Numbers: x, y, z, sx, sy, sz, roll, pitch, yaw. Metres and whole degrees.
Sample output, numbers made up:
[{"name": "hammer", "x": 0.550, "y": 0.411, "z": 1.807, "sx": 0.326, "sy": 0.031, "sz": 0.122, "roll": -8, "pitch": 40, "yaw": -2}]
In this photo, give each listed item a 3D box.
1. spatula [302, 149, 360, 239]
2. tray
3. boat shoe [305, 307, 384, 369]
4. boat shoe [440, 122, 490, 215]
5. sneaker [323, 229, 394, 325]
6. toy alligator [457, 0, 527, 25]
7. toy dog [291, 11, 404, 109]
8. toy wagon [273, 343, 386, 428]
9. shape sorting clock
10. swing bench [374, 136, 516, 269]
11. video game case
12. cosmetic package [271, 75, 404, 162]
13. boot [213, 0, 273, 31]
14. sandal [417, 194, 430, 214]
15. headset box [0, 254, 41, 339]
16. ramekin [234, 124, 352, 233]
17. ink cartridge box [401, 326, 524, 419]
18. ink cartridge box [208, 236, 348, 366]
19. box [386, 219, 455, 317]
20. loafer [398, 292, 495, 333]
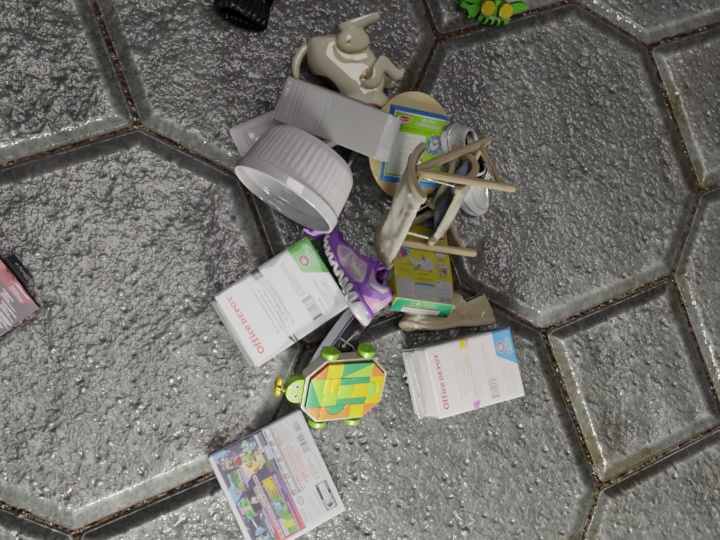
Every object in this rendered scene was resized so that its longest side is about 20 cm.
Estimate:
[{"name": "spatula", "x": -0.041, "y": -0.152, "z": 1.613, "sx": 0.056, "sy": 0.021, "sz": 0.201, "roll": 25, "pitch": 97, "yaw": -13}, {"name": "tray", "x": -0.130, "y": -0.251, "z": 1.612, "sx": 0.199, "sy": 0.022, "sz": 0.108, "roll": -27, "pitch": 92, "yaw": -18}, {"name": "boat shoe", "x": -0.028, "y": 0.132, "z": 1.577, "sx": 0.068, "sy": 0.074, "sz": 0.200, "roll": 36, "pitch": 65, "yaw": 4}, {"name": "boat shoe", "x": 0.209, "y": -0.183, "z": 1.651, "sx": 0.074, "sy": 0.065, "sz": 0.200, "roll": -44, "pitch": 126, "yaw": -22}, {"name": "sneaker", "x": 0.000, "y": 0.000, "z": 1.556, "sx": 0.088, "sy": 0.081, "sz": 0.201, "roll": -30, "pitch": 56, "yaw": 6}, {"name": "toy alligator", "x": 0.235, "y": -0.520, "z": 1.741, "sx": 0.199, "sy": 0.059, "sz": 0.054, "roll": 3, "pitch": 124, "yaw": -17}, {"name": "toy dog", "x": -0.010, "y": -0.343, "z": 1.599, "sx": 0.193, "sy": 0.139, "sz": 0.201, "roll": -24, "pitch": 96, "yaw": -24}, {"name": "toy wagon", "x": -0.053, "y": 0.206, "z": 1.531, "sx": 0.199, "sy": 0.040, "sz": 0.156, "roll": -1, "pitch": 117, "yaw": -26}, {"name": "shape sorting clock", "x": 0.093, "y": -0.228, "z": 1.613, "sx": 0.199, "sy": 0.039, "sz": 0.201, "roll": -12, "pitch": 111, "yaw": -34}, {"name": "swing bench", "x": 0.132, "y": -0.120, "z": 1.544, "sx": 0.199, "sy": 0.199, "sz": 0.130, "roll": -8, "pitch": 58, "yaw": -25}, {"name": "video game case", "x": -0.146, "y": 0.374, "z": 1.541, "sx": 0.182, "sy": 0.023, "sz": 0.201, "roll": -25, "pitch": 93, "yaw": -18}, {"name": "cosmetic package", "x": -0.035, "y": -0.260, "z": 1.507, "sx": 0.199, "sy": 0.107, "sz": 0.090, "roll": 26, "pitch": 100, "yaw": 14}, {"name": "boot", "x": -0.153, "y": -0.511, "z": 1.599, "sx": 0.210, "sy": 0.079, "sz": 0.159, "roll": 11, "pitch": 74, "yaw": -5}, {"name": "sandal", "x": 0.084, "y": -0.204, "z": 1.665, "sx": 0.075, "sy": 0.048, "sz": 0.201, "roll": -13, "pitch": 101, "yaw": -23}, {"name": "headset box", "x": -0.622, "y": 0.052, "z": 1.396, "sx": 0.200, "sy": 0.077, "sz": 0.149, "roll": -40, "pitch": 97, "yaw": -18}, {"name": "ramekin", "x": -0.108, "y": -0.163, "z": 1.515, "sx": 0.200, "sy": 0.200, "sz": 0.105, "roll": 34, "pitch": 78, "yaw": -11}, {"name": "ink cartridge box", "x": 0.174, "y": 0.189, "z": 1.606, "sx": 0.199, "sy": 0.125, "sz": 0.129, "roll": -11, "pitch": 87, "yaw": -18}, {"name": "ink cartridge box", "x": -0.145, "y": 0.056, "z": 1.541, "sx": 0.200, "sy": 0.084, "sz": 0.146, "roll": -33, "pitch": 94, "yaw": -18}, {"name": "box", "x": 0.105, "y": -0.014, "z": 1.615, "sx": 0.117, "sy": 0.048, "sz": 0.201, "roll": 9, "pitch": 55, "yaw": -15}, {"name": "loafer", "x": 0.160, "y": 0.078, "z": 1.645, "sx": 0.199, "sy": 0.076, "sz": 0.069, "roll": -3, "pitch": 84, "yaw": -27}]
